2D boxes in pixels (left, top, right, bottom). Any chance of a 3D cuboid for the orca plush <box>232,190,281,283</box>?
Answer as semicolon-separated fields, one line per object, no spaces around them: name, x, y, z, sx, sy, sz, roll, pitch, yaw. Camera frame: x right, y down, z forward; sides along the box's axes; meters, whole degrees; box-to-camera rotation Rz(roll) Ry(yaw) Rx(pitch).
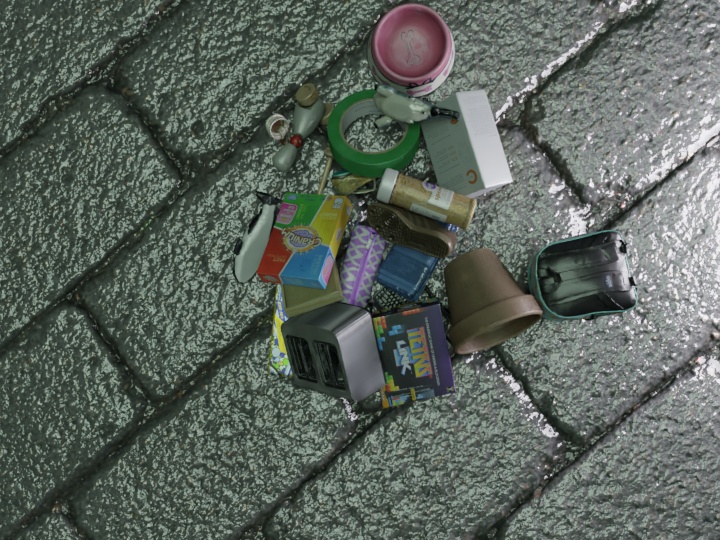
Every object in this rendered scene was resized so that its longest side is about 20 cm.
orca plush;-0.243;-0.079;1.562;0.071;0.104;0.203;32;119;40

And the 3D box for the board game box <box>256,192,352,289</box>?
board game box;-0.116;-0.065;1.501;0.150;0.040;0.203;5;63;24

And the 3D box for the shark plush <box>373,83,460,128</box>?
shark plush;0.109;-0.347;1.464;0.197;0.083;0.092;6;119;33

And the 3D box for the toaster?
toaster;-0.053;0.158;1.465;0.179;0.118;0.203;5;116;41

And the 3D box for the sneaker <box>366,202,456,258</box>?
sneaker;0.107;-0.088;1.491;0.198;0.076;0.071;29;123;12

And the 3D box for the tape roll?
tape roll;0.028;-0.293;1.525;0.196;0.048;0.204;-1;62;2

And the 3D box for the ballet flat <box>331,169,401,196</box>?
ballet flat;0.034;-0.212;1.562;0.197;0.071;0.072;-21;88;0

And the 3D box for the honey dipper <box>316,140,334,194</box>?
honey dipper;-0.082;-0.197;1.576;0.037;0.038;0.203;18;91;3

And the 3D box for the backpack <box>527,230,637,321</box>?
backpack;0.447;0.017;1.488;0.196;0.153;0.179;-11;86;-7

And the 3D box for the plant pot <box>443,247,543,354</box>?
plant pot;0.256;0.054;1.492;0.197;0.200;0.177;-21;71;2

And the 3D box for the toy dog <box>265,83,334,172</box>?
toy dog;-0.143;-0.313;1.549;0.200;0.095;0.133;-43;129;-27

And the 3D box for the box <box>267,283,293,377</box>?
box;-0.155;0.127;1.558;0.069;0.064;0.204;6;90;3

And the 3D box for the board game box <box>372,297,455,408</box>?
board game box;0.105;0.176;1.525;0.162;0.057;0.204;-12;102;1

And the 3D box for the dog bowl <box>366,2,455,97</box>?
dog bowl;0.110;-0.484;1.555;0.196;0.074;0.204;0;89;3

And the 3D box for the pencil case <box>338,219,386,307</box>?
pencil case;0.000;0.000;1.543;0.083;0.085;0.204;15;91;-17

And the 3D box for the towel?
towel;0.122;-0.042;1.543;0.111;0.048;0.202;27;85;26

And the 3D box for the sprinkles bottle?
sprinkles bottle;0.134;-0.145;1.461;0.197;0.068;0.069;20;90;2

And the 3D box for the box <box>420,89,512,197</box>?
box;0.219;-0.258;1.505;0.096;0.124;0.204;-15;88;-39

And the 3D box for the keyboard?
keyboard;0.129;0.096;1.568;0.127;0.021;0.200;-43;88;1

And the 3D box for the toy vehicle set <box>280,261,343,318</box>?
toy vehicle set;-0.111;-0.003;1.514;0.122;0.027;0.202;-18;48;6
